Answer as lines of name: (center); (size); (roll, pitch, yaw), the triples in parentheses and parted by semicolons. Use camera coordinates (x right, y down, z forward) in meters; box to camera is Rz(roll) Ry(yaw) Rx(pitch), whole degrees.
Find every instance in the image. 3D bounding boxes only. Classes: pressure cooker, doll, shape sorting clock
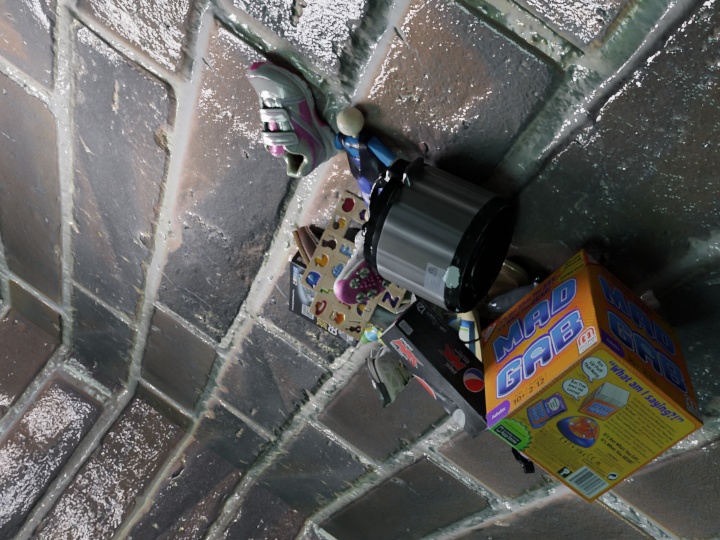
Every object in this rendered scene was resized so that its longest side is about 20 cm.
pressure cooker: (0.095, -0.056, 1.454); (0.198, 0.178, 0.178); (25, -176, 24)
doll: (0.014, -0.156, 1.536); (0.135, 0.048, 0.202); (19, 144, 41)
shape sorting clock: (0.168, 0.146, 1.618); (0.039, 0.203, 0.201); (2, 155, -8)

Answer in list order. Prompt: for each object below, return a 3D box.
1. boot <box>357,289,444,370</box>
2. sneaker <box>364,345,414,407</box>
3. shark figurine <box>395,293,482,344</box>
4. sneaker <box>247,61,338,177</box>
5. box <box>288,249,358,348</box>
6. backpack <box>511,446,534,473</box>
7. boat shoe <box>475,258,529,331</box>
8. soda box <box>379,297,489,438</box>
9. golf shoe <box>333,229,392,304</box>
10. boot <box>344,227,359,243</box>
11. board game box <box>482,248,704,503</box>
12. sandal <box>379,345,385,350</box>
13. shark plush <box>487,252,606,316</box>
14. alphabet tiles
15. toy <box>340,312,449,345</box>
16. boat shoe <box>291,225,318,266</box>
boot: (0.045, 0.103, 1.700); (0.197, 0.141, 0.077); (-6, 179, 28)
sneaker: (0.072, 0.157, 1.745); (0.201, 0.114, 0.077); (-81, -31, -76)
shark figurine: (0.100, 0.045, 1.561); (0.126, 0.216, 0.090); (-21, 120, 11)
sneaker: (-0.108, -0.216, 1.534); (0.081, 0.089, 0.201); (5, 141, 45)
box: (-0.057, 0.050, 1.968); (0.156, 0.050, 0.201); (30, 153, 10)
backpack: (0.275, 0.180, 1.647); (0.190, 0.200, 0.155); (40, 146, 14)
boat shoe: (0.209, 0.048, 1.628); (0.071, 0.065, 0.201); (31, 154, 7)
soda box: (0.122, 0.139, 1.478); (0.200, 0.063, 0.071); (47, 152, 2)
golf shoe: (0.018, -0.022, 1.592); (0.091, 0.200, 0.076); (22, 139, 37)
boot: (0.036, 0.013, 1.774); (0.198, 0.070, 0.175); (3, 140, 44)
board game box: (0.305, 0.142, 1.411); (0.199, 0.201, 0.200); (37, 120, -20)
sandal: (0.123, 0.177, 1.872); (0.203, 0.060, 0.080); (-1, 133, 25)
shark plush: (0.273, 0.035, 1.497); (0.083, 0.092, 0.199); (29, 153, -22)
alphabet tiles: (0.000, 0.000, 1.675); (0.166, 0.202, 0.008); (28, -174, 14)
toy: (0.061, 0.110, 1.862); (0.199, 0.114, 0.048); (-12, 85, 59)
boat shoe: (-0.049, 0.005, 1.838); (0.202, 0.070, 0.070); (60, -175, 4)
